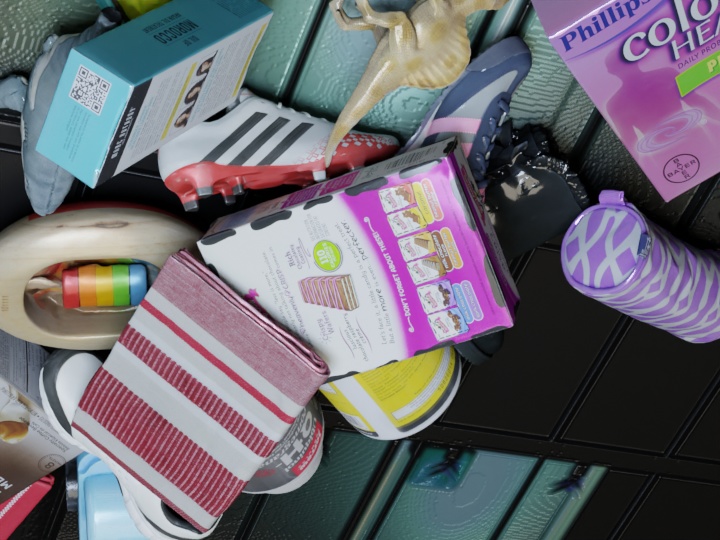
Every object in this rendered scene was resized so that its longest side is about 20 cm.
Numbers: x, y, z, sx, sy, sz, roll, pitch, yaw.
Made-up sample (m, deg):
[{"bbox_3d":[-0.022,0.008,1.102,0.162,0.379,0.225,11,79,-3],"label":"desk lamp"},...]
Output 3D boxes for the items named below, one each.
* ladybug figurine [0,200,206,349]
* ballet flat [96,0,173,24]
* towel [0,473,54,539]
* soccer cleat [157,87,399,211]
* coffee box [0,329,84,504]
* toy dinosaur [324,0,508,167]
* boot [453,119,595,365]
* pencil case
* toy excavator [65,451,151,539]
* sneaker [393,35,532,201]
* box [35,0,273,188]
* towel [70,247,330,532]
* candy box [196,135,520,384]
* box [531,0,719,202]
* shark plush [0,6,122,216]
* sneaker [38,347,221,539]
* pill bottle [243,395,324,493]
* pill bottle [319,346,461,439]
[{"bbox_3d":[-0.200,-0.002,1.355,0.200,0.072,0.136,0,132,-13],"label":"ladybug figurine"},{"bbox_3d":[-0.178,-0.233,1.166,0.067,0.067,0.200,-40,134,-4],"label":"ballet flat"},{"bbox_3d":[-0.387,0.193,1.527,0.200,0.022,0.145,25,124,-28],"label":"towel"},{"bbox_3d":[-0.060,-0.098,1.305,0.200,0.085,0.069,-9,169,-29],"label":"soccer cleat"},{"bbox_3d":[-0.326,0.094,1.410,0.114,0.080,0.200,-31,131,16],"label":"coffee box"},{"bbox_3d":[0.028,-0.165,1.240,0.200,0.058,0.101,-42,108,1],"label":"toy dinosaur"},{"bbox_3d":[0.117,-0.021,1.414,0.162,0.073,0.198,-32,132,9],"label":"boot"},{"bbox_3d":[0.240,0.000,1.417,0.084,0.086,0.200,-1,164,36],"label":"pencil case"},{"bbox_3d":[-0.200,0.238,1.486,0.100,0.200,0.195,-2,132,-10],"label":"toy excavator"},{"bbox_3d":[0.078,-0.080,1.310,0.200,0.082,0.070,-53,158,12],"label":"sneaker"},{"bbox_3d":[-0.135,-0.130,1.172,0.049,0.200,0.082,33,121,9],"label":"box"},{"bbox_3d":[-0.124,0.093,1.301,0.144,0.023,0.200,39,125,4],"label":"towel"},{"bbox_3d":[0.000,0.000,1.271,0.200,0.061,0.136,-18,105,16],"label":"candy box"},{"bbox_3d":[0.246,-0.179,1.275,0.176,0.097,0.200,-30,130,15],"label":"box"},{"bbox_3d":[-0.190,-0.117,1.215,0.091,0.083,0.200,18,146,-30],"label":"shark plush"},{"bbox_3d":[-0.179,0.139,1.400,0.200,0.074,0.080,53,152,-17],"label":"sneaker"},{"bbox_3d":[-0.092,0.121,1.437,0.111,0.111,0.200,-19,157,5],"label":"pill bottle"},{"bbox_3d":[-0.007,0.042,1.411,0.112,0.112,0.200,-27,132,13],"label":"pill bottle"}]
